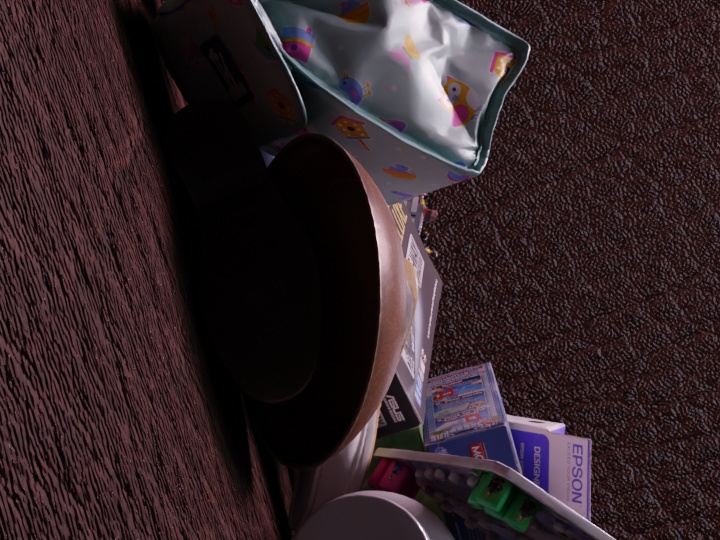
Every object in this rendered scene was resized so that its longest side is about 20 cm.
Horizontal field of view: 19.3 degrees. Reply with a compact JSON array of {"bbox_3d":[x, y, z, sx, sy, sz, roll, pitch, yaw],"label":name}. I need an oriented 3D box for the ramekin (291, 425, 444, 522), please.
[{"bbox_3d":[0.012,0.173,1.573,0.200,0.097,0.201,-15,90,-87],"label":"ramekin"}]

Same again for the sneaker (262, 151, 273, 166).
[{"bbox_3d":[-0.086,-0.157,1.643,0.202,0.077,0.147,-97,174,-66],"label":"sneaker"}]

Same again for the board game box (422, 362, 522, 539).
[{"bbox_3d":[0.090,0.161,1.550,0.200,0.061,0.201,-96,171,-67],"label":"board game box"}]

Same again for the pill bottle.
[{"bbox_3d":[0.011,0.193,1.257,0.200,0.112,0.113,65,10,-71],"label":"pill bottle"}]

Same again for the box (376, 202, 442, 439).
[{"bbox_3d":[0.000,0.000,1.487,0.200,0.050,0.158,-78,146,-61],"label":"box"}]

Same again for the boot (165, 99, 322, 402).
[{"bbox_3d":[-0.065,-0.003,1.275,0.076,0.073,0.201,83,-10,-61],"label":"boot"}]

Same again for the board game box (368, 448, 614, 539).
[{"bbox_3d":[0.116,0.177,1.317,0.200,0.026,0.200,35,-13,-16],"label":"board game box"}]

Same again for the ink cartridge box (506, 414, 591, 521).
[{"bbox_3d":[0.111,0.211,1.659,0.043,0.200,0.199,-7,100,-45],"label":"ink cartridge box"}]

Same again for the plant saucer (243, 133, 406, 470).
[{"bbox_3d":[-0.021,0.019,1.271,0.200,0.037,0.201,-7,-98,62],"label":"plant saucer"}]

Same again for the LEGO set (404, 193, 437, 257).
[{"bbox_3d":[0.006,-0.033,1.689,0.154,0.115,0.201,-76,180,-52],"label":"LEGO set"}]

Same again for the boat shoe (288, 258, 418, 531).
[{"bbox_3d":[-0.024,0.081,1.369,0.071,0.069,0.201,-133,-124,-67],"label":"boat shoe"}]

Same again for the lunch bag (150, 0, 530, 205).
[{"bbox_3d":[-0.023,-0.128,1.331,0.170,0.199,0.122,-13,-126,66],"label":"lunch bag"}]
